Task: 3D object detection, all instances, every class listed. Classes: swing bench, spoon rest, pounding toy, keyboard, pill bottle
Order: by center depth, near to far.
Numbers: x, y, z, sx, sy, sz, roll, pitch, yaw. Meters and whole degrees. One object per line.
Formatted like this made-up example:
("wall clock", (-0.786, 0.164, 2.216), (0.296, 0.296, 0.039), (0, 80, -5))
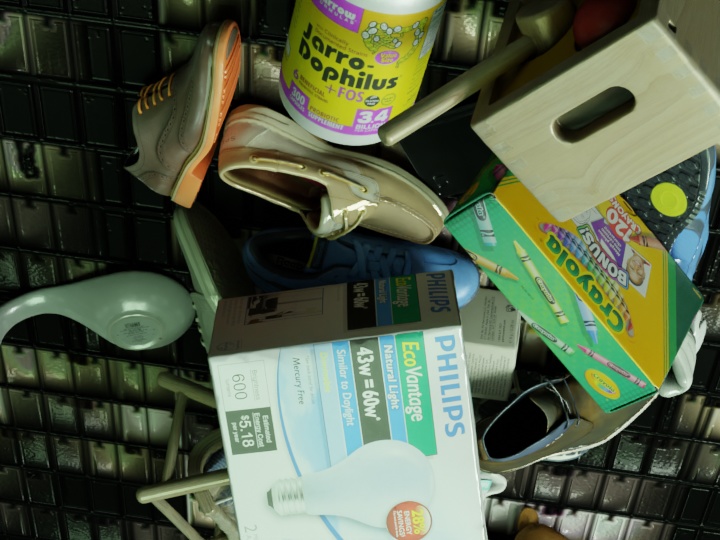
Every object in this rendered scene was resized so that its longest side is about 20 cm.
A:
("pounding toy", (0.145, -0.140, 1.168), (0.199, 0.185, 0.142), (-28, 118, 36))
("pill bottle", (0.007, -0.190, 1.207), (0.103, 0.105, 0.201), (13, 139, -3))
("keyboard", (0.138, -0.094, 1.355), (0.199, 0.021, 0.127), (-14, 128, 27))
("spoon rest", (-0.250, 0.041, 1.574), (0.198, 0.061, 0.100), (-9, 139, 1))
("swing bench", (-0.078, 0.187, 1.590), (0.198, 0.131, 0.199), (3, 158, 13))

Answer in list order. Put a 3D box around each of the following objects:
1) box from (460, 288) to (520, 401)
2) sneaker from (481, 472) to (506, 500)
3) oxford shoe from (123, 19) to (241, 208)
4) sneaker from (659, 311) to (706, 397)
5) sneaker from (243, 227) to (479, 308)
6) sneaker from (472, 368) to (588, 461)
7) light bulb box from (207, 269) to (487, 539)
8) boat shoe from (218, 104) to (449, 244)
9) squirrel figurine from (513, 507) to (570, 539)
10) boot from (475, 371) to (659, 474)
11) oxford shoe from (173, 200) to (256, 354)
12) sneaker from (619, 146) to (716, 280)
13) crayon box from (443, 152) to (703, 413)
("box", (0.039, 0.056, 1.509), (0.198, 0.069, 0.082), (8, 140, 3))
("sneaker", (0.076, 0.194, 1.597), (0.088, 0.076, 0.200), (6, -179, 26))
("oxford shoe", (-0.142, -0.125, 1.341), (0.072, 0.072, 0.200), (21, 139, -4))
("sneaker", (0.211, 0.035, 1.441), (0.199, 0.081, 0.075), (31, 137, -20))
("sneaker", (0.000, 0.000, 1.433), (0.198, 0.066, 0.078), (7, 167, 6))
("sneaker", (0.117, 0.135, 1.595), (0.199, 0.078, 0.086), (14, 153, 4))
("light bulb box", (-0.008, 0.120, 1.381), (0.198, 0.125, 0.200), (-8, 111, 2))
("boat shoe", (-0.025, -0.060, 1.381), (0.199, 0.070, 0.074), (24, 149, -10))
("squirrel figurine", (0.141, 0.333, 1.758), (0.199, 0.142, 0.187), (12, 133, -6))
("boot", (0.184, 0.124, 1.490), (0.199, 0.075, 0.097), (-28, 173, 1))
("oxford shoe", (-0.119, 0.036, 1.472), (0.057, 0.075, 0.201), (-18, 106, 26))
("sneaker", (0.246, -0.049, 1.356), (0.066, 0.078, 0.201), (25, 137, 21))
("crayon box", (0.164, -0.007, 1.300), (0.200, 0.119, 0.058), (49, 135, -12))
